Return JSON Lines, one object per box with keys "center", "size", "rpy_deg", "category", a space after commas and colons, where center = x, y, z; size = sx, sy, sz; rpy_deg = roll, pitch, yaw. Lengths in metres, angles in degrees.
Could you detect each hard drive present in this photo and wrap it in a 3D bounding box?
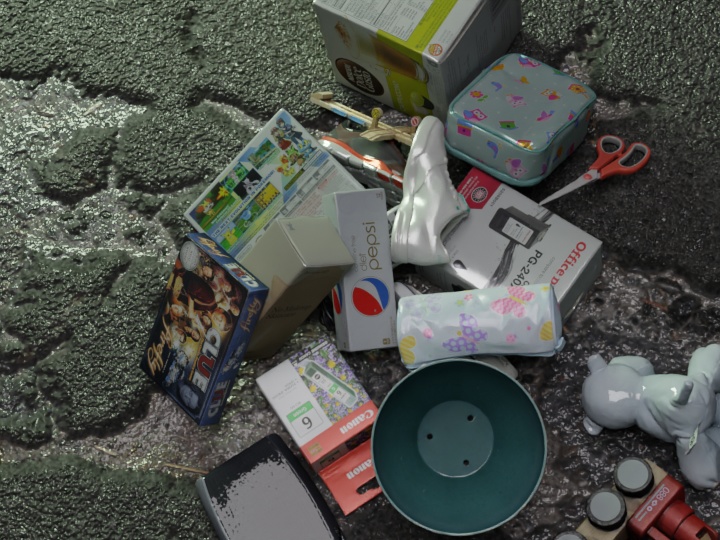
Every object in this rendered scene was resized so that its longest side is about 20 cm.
{"center": [-0.107, 0.306, 1.663], "size": [0.135, 0.042, 0.200], "rpy_deg": [-31, 67, -6], "category": "hard drive"}

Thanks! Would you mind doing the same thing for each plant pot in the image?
{"center": [0.114, 0.204, 1.616], "size": [0.200, 0.135, 0.200], "rpy_deg": [0, 86, 2], "category": "plant pot"}

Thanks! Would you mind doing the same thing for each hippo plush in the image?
{"center": [0.344, 0.174, 1.613], "size": [0.161, 0.200, 0.160], "rpy_deg": [1, 103, 30], "category": "hippo plush"}

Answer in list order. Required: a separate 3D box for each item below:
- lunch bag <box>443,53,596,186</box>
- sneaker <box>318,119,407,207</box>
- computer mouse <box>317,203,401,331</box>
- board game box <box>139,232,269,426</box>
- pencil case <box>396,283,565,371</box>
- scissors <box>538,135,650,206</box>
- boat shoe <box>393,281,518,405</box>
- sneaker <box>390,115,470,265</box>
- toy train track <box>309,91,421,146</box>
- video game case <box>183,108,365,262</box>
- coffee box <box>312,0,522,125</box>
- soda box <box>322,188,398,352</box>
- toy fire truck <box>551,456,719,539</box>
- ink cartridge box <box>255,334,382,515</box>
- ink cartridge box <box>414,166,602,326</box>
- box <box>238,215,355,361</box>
{"center": [0.205, -0.200, 1.786], "size": [0.160, 0.077, 0.200], "rpy_deg": [26, 43, 21], "category": "lunch bag"}
{"center": [0.038, -0.146, 1.821], "size": [0.200, 0.077, 0.082], "rpy_deg": [30, 68, 17], "category": "sneaker"}
{"center": [0.010, -0.017, 1.777], "size": [0.200, 0.044, 0.110], "rpy_deg": [-33, 97, -14], "category": "computer mouse"}
{"center": [-0.197, 0.073, 1.696], "size": [0.135, 0.035, 0.200], "rpy_deg": [38, 118, 34], "category": "board game box"}
{"center": [0.141, 0.067, 1.629], "size": [0.200, 0.083, 0.091], "rpy_deg": [-7, 55, 10], "category": "pencil case"}
{"center": [0.306, -0.121, 1.763], "size": [0.073, 0.014, 0.200], "rpy_deg": [29, 46, 21], "category": "scissors"}
{"center": [0.115, 0.079, 1.718], "size": [0.066, 0.072, 0.200], "rpy_deg": [-35, 62, -23], "category": "boat shoe"}
{"center": [0.096, -0.097, 1.714], "size": [0.088, 0.075, 0.200], "rpy_deg": [8, 71, 9], "category": "sneaker"}
{"center": [0.015, -0.211, 1.843], "size": [0.200, 0.115, 0.033], "rpy_deg": [27, 115, 33], "category": "toy train track"}
{"center": [-0.111, -0.085, 1.812], "size": [0.200, 0.022, 0.182], "rpy_deg": [-47, 69, 6], "category": "video game case"}
{"center": [0.081, -0.340, 1.827], "size": [0.198, 0.200, 0.200], "rpy_deg": [28, 74, 18], "category": "coffee box"}
{"center": [0.000, 0.000, 1.719], "size": [0.068, 0.064, 0.200], "rpy_deg": [-6, 90, -16], "category": "soda box"}
{"center": [0.341, 0.342, 1.562], "size": [0.200, 0.129, 0.176], "rpy_deg": [37, 76, 30], "category": "toy fire truck"}
{"center": [-0.032, 0.190, 1.698], "size": [0.109, 0.050, 0.200], "rpy_deg": [-33, 66, -7], "category": "ink cartridge box"}
{"center": [0.189, -0.016, 1.739], "size": [0.200, 0.083, 0.145], "rpy_deg": [32, 74, 19], "category": "ink cartridge box"}
{"center": [-0.107, 0.024, 1.696], "size": [0.200, 0.095, 0.078], "rpy_deg": [-49, 62, 35], "category": "box"}
